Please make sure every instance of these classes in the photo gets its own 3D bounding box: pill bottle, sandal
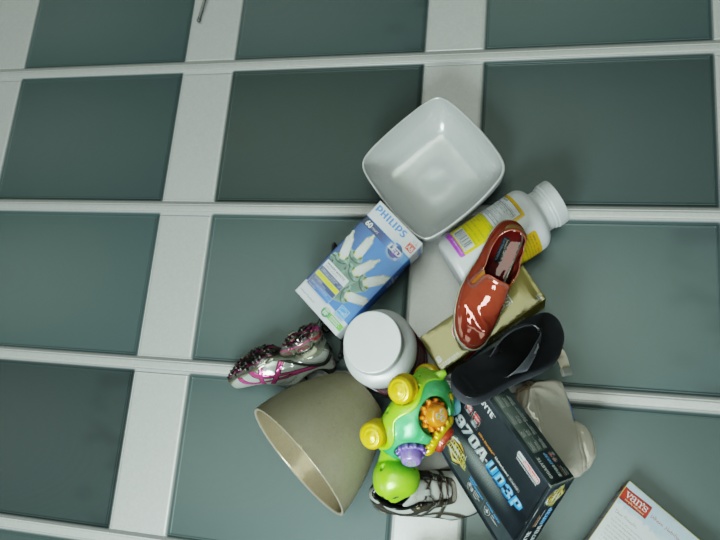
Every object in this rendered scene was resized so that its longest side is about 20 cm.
[{"bbox_3d":[0.228,-0.054,1.101,0.197,0.104,0.106,-33,70,2],"label":"pill bottle"},{"bbox_3d":[0.209,0.117,0.951,0.197,0.044,0.076,-30,52,-26],"label":"sandal"},{"bbox_3d":[0.037,0.124,1.047,0.109,0.200,0.117,-3,74,12],"label":"pill bottle"}]

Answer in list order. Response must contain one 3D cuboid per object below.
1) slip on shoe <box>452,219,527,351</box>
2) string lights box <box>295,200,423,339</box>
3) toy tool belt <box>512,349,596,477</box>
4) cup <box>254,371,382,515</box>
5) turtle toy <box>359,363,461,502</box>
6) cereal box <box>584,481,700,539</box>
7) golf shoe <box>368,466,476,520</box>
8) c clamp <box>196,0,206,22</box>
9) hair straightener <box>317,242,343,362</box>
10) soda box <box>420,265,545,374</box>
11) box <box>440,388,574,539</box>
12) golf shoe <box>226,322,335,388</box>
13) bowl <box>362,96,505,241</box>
[{"bbox_3d":[0.190,0.022,1.023,0.072,0.061,0.205,23,94,-3],"label":"slip on shoe"},{"bbox_3d":[0.000,0.000,1.126,0.103,0.059,0.200,43,87,12],"label":"string lights box"},{"bbox_3d":[0.252,0.215,1.016,0.121,0.123,0.205,-5,67,-16],"label":"toy tool belt"},{"bbox_3d":[-0.047,0.240,1.057,0.199,0.202,0.143,41,65,20],"label":"cup"},{"bbox_3d":[0.070,0.225,0.966,0.100,0.145,0.203,35,105,20],"label":"turtle toy"},{"bbox_3d":[0.371,0.419,0.957,0.143,0.040,0.200,39,75,19],"label":"cereal box"},{"bbox_3d":[0.106,0.333,1.032,0.194,0.095,0.080,-10,72,9],"label":"golf shoe"},{"bbox_3d":[-0.382,-0.615,1.437,0.195,0.027,0.175,20,81,17],"label":"c clamp"},{"bbox_3d":[-0.046,0.052,1.178,0.074,0.041,0.207,0,80,13],"label":"hair straightener"},{"bbox_3d":[0.193,0.081,1.091,0.198,0.068,0.065,-36,70,2],"label":"soda box"},{"bbox_3d":[0.189,0.259,0.957,0.045,0.162,0.202,-6,42,-28],"label":"box"},{"bbox_3d":[-0.133,0.164,1.144,0.196,0.073,0.094,-23,108,24],"label":"golf shoe"},{"bbox_3d":[0.125,-0.162,1.170,0.198,0.075,0.201,-39,69,1],"label":"bowl"}]
